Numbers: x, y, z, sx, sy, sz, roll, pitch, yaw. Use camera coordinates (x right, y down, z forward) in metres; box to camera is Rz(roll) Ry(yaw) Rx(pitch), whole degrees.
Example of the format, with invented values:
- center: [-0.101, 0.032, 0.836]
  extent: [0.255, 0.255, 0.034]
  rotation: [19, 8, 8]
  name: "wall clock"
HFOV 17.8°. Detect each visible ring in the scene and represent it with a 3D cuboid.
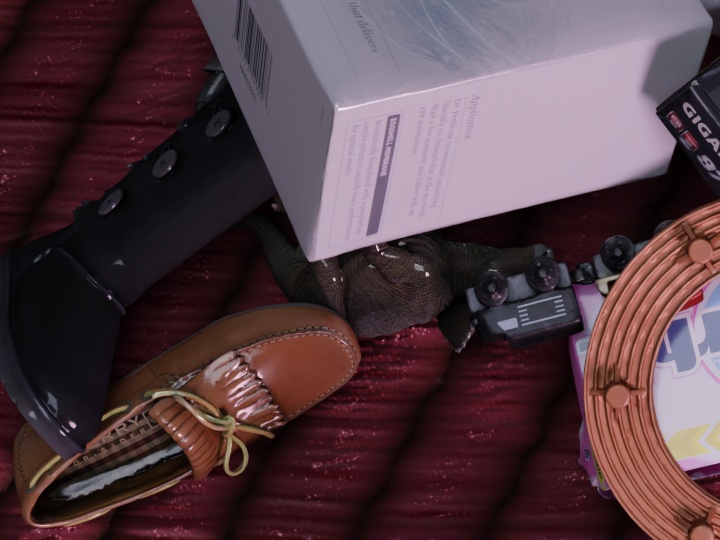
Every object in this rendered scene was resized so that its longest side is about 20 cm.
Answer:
- center: [0.210, 0.060, 1.141]
  extent: [0.199, 0.019, 0.202]
  rotation: [1, 99, 5]
  name: "ring"

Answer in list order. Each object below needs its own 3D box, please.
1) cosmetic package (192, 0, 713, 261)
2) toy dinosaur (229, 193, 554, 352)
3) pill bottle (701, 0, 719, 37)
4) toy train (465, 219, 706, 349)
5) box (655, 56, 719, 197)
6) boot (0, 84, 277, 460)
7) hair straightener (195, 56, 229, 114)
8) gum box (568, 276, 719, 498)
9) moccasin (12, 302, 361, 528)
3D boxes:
- center: [0.038, -0.136, 1.154]
  extent: [0.199, 0.123, 0.200]
  rotation: [-14, 56, -18]
  name: "cosmetic package"
- center: [0.000, 0.000, 1.228]
  extent: [0.199, 0.077, 0.103]
  rotation: [-4, 113, 21]
  name: "toy dinosaur"
- center: [0.225, -0.230, 1.215]
  extent: [0.110, 0.111, 0.201]
  rotation: [-2, 81, 8]
  name: "pill bottle"
- center: [0.152, 0.001, 1.162]
  extent: [0.199, 0.034, 0.046]
  rotation: [-16, 80, 6]
  name: "toy train"
- center: [0.263, -0.075, 1.113]
  extent: [0.200, 0.046, 0.159]
  rotation: [-37, 90, -22]
  name: "box"
- center: [-0.100, -0.011, 1.207]
  extent: [0.200, 0.066, 0.165]
  rotation: [-34, 39, 8]
  name: "boot"
- center: [-0.020, -0.144, 1.273]
  extent: [0.077, 0.041, 0.200]
  rotation: [38, 88, 12]
  name: "hair straightener"
- center: [0.202, 0.041, 1.198]
  extent: [0.199, 0.066, 0.114]
  rotation: [-14, 78, 6]
  name: "gum box"
- center: [-0.093, 0.079, 1.221]
  extent: [0.200, 0.074, 0.078]
  rotation: [-20, 34, 4]
  name: "moccasin"
